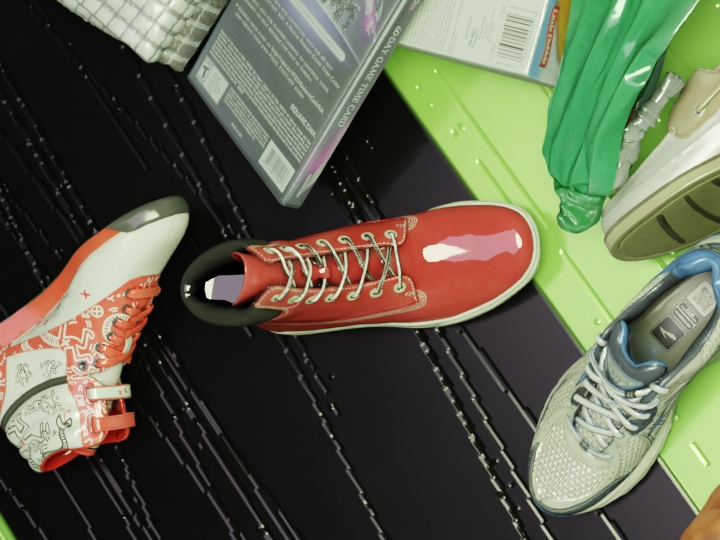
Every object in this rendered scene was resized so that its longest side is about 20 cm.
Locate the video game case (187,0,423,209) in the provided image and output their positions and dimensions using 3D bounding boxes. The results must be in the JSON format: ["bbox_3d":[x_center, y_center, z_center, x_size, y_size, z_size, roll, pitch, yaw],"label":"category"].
[{"bbox_3d":[-0.027,-0.159,1.321,0.200,0.019,0.143,-57,46,22],"label":"video game case"}]

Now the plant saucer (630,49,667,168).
[{"bbox_3d":[0.164,-0.156,1.270,0.070,0.019,0.201,24,101,56],"label":"plant saucer"}]

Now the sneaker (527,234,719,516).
[{"bbox_3d":[0.155,0.059,1.246,0.077,0.085,0.200,40,104,20],"label":"sneaker"}]

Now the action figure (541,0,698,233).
[{"bbox_3d":[0.146,-0.115,1.220,0.118,0.055,0.201,40,120,52],"label":"action figure"}]

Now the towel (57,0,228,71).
[{"bbox_3d":[-0.151,-0.249,1.392,0.200,0.086,0.166,39,105,18],"label":"towel"}]

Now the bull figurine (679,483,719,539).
[{"bbox_3d":[0.256,0.116,1.203,0.200,0.065,0.121,-58,36,19],"label":"bull figurine"}]

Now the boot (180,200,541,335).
[{"bbox_3d":[0.000,0.000,1.284,0.199,0.144,0.073,-12,82,21],"label":"boot"}]

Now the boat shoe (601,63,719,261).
[{"bbox_3d":[0.215,-0.083,1.238,0.200,0.075,0.069,-38,59,18],"label":"boat shoe"}]

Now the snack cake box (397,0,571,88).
[{"bbox_3d":[0.092,-0.219,1.285,0.115,0.067,0.201,19,96,32],"label":"snack cake box"}]

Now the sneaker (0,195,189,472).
[{"bbox_3d":[-0.162,0.047,1.396,0.201,0.067,0.108,-39,75,21],"label":"sneaker"}]
